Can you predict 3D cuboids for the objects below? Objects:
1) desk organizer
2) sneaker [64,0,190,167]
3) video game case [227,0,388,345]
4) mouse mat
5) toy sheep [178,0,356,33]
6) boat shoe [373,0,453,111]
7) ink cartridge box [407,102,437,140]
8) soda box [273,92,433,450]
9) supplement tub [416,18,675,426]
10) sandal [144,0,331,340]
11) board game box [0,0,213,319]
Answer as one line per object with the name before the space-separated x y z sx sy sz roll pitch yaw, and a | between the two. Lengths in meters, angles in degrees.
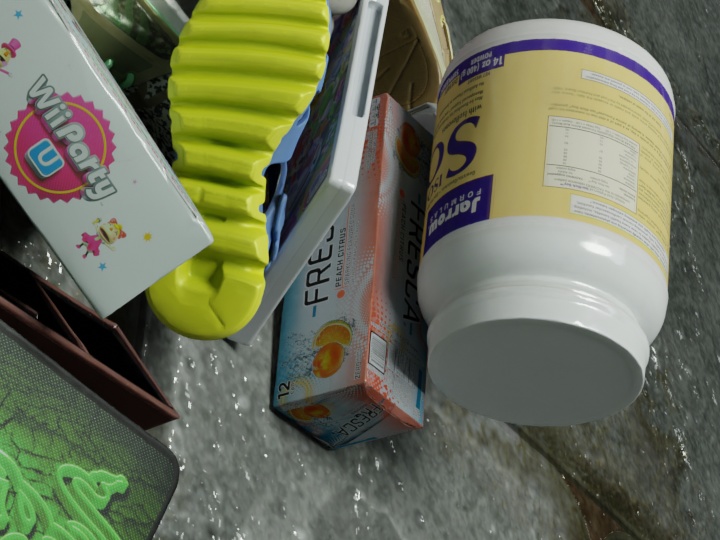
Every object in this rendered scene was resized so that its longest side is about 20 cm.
desk organizer | -0.168 0.010 0.938 0.200 0.077 0.072 39 41 -44
sneaker | -0.145 -0.128 1.108 0.088 0.077 0.201 -36 108 -29
video game case | -0.027 -0.074 1.188 0.018 0.143 0.201 23 45 -13
mouse mat | -0.165 0.106 0.881 0.200 0.007 0.162 44 63 -42
toy sheep | -0.062 -0.175 1.166 0.137 0.201 0.138 26 17 -9
boat shoe | 0.014 -0.190 1.412 0.066 0.073 0.202 19 57 -71
ink cartridge box | 0.080 -0.023 1.390 0.199 0.087 0.147 3 69 -61
soda box | 0.000 0.000 1.238 0.064 0.068 0.202 40 45 -43
supplement tub | 0.108 -0.027 1.219 0.145 0.144 0.202 41 45 -41
sandal | -0.064 -0.067 1.091 0.087 0.079 0.202 -38 145 -84
board game box | -0.143 -0.080 0.959 0.148 0.064 0.200 57 -3 -20
